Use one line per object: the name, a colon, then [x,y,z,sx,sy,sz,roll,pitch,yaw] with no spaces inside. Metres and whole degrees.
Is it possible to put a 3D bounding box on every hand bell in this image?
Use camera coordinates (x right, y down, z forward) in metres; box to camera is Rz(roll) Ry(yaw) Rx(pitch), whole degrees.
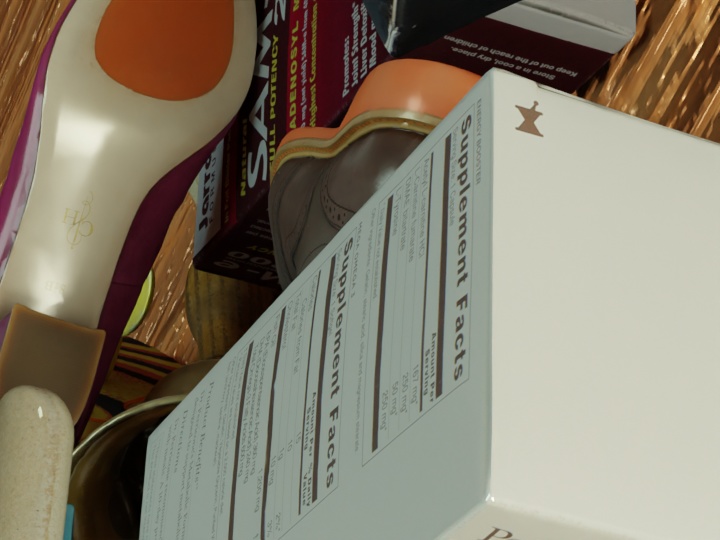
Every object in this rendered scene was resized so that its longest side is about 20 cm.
hand bell: [-0.045,0.037,0.948,0.200,0.104,0.104,-88,21,-62]

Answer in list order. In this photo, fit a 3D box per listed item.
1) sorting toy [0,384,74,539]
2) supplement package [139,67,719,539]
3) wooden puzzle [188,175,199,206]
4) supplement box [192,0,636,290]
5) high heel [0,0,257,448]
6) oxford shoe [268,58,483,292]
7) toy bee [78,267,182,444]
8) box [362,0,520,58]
sorting toy: [-0.104,0.155,0.806,0.200,0.036,0.185,113,163,-60]
supplement package: [0.031,0.058,0.671,0.200,0.114,0.110,133,146,-51]
wooden puzzle: [-0.051,-0.130,1.094,0.200,0.037,0.185,-118,47,-60]
supplement box: [0.013,-0.080,0.877,0.200,0.061,0.109,136,143,-54]
high heel: [-0.092,-0.024,0.912,0.200,0.067,0.096,-68,12,-22]
oxford shoe: [0.000,0.000,0.797,0.200,0.071,0.073,121,171,-75]
toy bee: [-0.111,0.064,0.997,0.109,0.200,0.131,24,122,27]
box: [0.022,-0.183,0.657,0.197,0.117,0.200,102,144,-80]
